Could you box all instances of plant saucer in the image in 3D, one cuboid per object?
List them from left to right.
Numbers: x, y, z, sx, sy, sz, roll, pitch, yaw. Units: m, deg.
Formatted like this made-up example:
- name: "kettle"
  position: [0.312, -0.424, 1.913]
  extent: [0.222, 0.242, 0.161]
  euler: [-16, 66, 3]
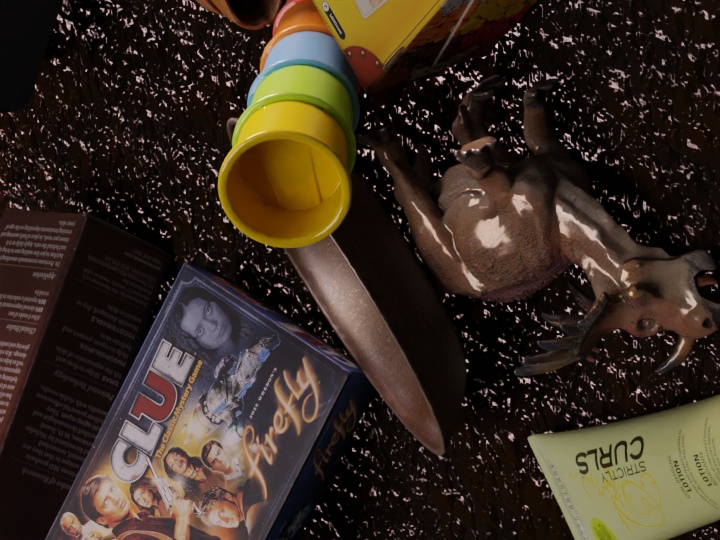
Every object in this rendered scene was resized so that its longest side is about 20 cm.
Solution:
- name: "plant saucer"
  position: [0.000, 0.000, 1.226]
  extent: [0.200, 0.037, 0.200]
  euler: [55, 172, 12]

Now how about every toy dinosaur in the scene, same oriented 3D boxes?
- name: "toy dinosaur"
  position: [0.069, -0.014, 1.145]
  extent: [0.200, 0.086, 0.136]
  euler: [9, 122, 57]

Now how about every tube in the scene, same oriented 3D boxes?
- name: "tube"
  position: [0.144, 0.096, 1.133]
  extent: [0.200, 0.052, 0.058]
  euler: [-28, 45, 60]

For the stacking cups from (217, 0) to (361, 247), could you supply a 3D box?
- name: "stacking cups"
  position: [-0.030, -0.086, 1.152]
  extent: [0.200, 0.060, 0.061]
  euler: [-86, -1, -59]

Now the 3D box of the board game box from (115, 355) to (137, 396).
- name: "board game box"
  position: [-0.127, 0.155, 1.519]
  extent: [0.200, 0.056, 0.196]
  euler: [2, 110, 53]

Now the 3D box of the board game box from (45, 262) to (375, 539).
- name: "board game box"
  position: [-0.089, 0.115, 1.364]
  extent: [0.135, 0.035, 0.200]
  euler: [31, 99, 33]

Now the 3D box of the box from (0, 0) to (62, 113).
- name: "box"
  position: [-0.231, -0.207, 1.380]
  extent: [0.141, 0.079, 0.200]
  euler: [37, 118, 28]

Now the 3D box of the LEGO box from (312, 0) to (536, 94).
- name: "LEGO box"
  position: [0.014, -0.206, 1.111]
  extent: [0.200, 0.077, 0.149]
  euler: [60, 145, 11]

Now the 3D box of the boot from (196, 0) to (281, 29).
- name: "boot"
  position: [-0.097, -0.225, 1.223]
  extent: [0.155, 0.077, 0.200]
  euler: [-134, 32, -52]

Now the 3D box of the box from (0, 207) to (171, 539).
- name: "box"
  position: [-0.196, 0.067, 1.458]
  extent: [0.100, 0.075, 0.200]
  euler: [6, 72, 53]
